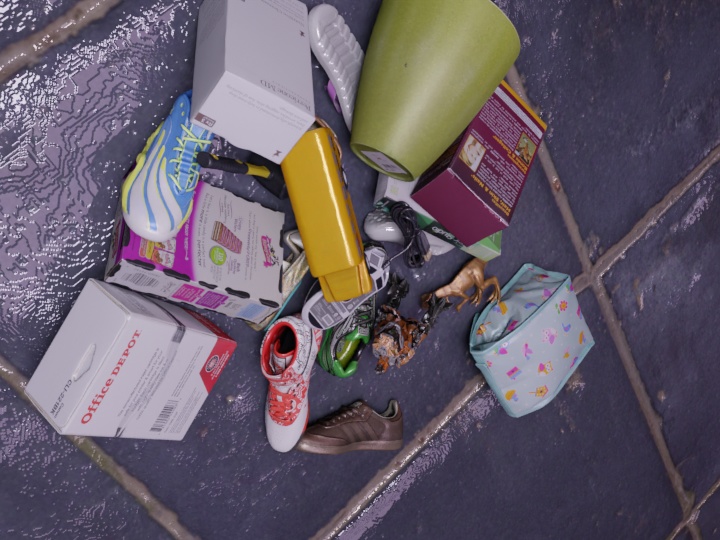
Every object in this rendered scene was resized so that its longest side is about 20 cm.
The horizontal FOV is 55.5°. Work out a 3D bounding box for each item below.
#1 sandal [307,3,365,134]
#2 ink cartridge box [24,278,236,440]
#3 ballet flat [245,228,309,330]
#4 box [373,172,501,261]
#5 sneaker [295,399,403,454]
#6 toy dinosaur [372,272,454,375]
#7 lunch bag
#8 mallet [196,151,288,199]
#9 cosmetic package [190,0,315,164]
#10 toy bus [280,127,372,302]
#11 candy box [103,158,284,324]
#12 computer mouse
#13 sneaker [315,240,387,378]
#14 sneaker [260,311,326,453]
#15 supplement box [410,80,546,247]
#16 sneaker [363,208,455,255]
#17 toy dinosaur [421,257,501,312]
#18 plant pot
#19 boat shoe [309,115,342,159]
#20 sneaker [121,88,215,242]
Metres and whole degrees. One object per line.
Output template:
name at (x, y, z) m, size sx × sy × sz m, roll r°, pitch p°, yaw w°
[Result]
sandal at (-0.023, -0.247, 0.879) m, size 0.083 × 0.049 × 0.204 m, roll -58°, pitch 141°, yaw -31°
ink cartridge box at (-0.258, 0.111, 0.793) m, size 0.146 × 0.083 × 0.200 m, roll -59°, pitch 153°, yaw -1°
ballet flat at (-0.092, -0.012, 0.912) m, size 0.201 × 0.070 × 0.071 m, roll -50°, pitch 123°, yaw -6°
box at (0.117, -0.116, 0.951) m, size 0.197 × 0.036 × 0.147 m, roll 23°, pitch 61°, yaw -22°
sneaker at (-0.021, 0.234, 1.040) m, size 0.197 × 0.070 × 0.077 m, roll 7°, pitch 84°, yaw -34°
toy dinosaur at (0.051, 0.084, 0.971) m, size 0.101 × 0.200 × 0.138 m, roll 27°, pitch 84°, yaw -9°
lunch bag at (0.272, 0.120, 1.127) m, size 0.200 × 0.121 × 0.172 m, roll -44°, pitch 123°, yaw -17°
mallet at (-0.124, -0.111, 0.784) m, size 0.066 × 0.200 × 0.041 m, roll 39°, pitch 103°, yaw 3°
cosmetic package at (-0.117, -0.229, 0.744) m, size 0.112 × 0.203 × 0.081 m, roll 20°, pitch 135°, yaw -34°
toy bus at (-0.040, -0.062, 0.811) m, size 0.064 × 0.078 × 0.204 m, roll -14°, pitch 99°, yaw 7°
candy box at (-0.188, -0.030, 0.809) m, size 0.198 × 0.061 × 0.139 m, roll 20°, pitch 55°, yaw -32°
computer mouse at (0.000, 0.000, 0.901) m, size 0.198 × 0.044 × 0.110 m, roll -35°, pitch 139°, yaw -2°
sneaker at (-0.001, 0.057, 0.971) m, size 0.077 × 0.085 × 0.204 m, roll 12°, pitch 99°, yaw -32°
sneaker at (-0.107, 0.155, 0.925) m, size 0.108 × 0.066 × 0.205 m, roll 4°, pitch 102°, yaw -71°
supplement box at (0.162, -0.148, 0.916) m, size 0.110 × 0.085 × 0.202 m, roll 39°, pitch 56°, yaw -15°
sneaker at (0.095, -0.058, 0.999) m, size 0.197 × 0.076 × 0.082 m, roll -9°, pitch 120°, yaw -26°
toy dinosaur at (0.181, 0.002, 1.072) m, size 0.200 × 0.060 × 0.106 m, roll -47°, pitch 121°, yaw -9°
plant pot at (0.072, -0.221, 0.846) m, size 0.186 × 0.186 × 0.203 m, roll 31°, pitch 83°, yaw -33°
boat shoe at (-0.098, -0.190, 0.840) m, size 0.198 × 0.074 × 0.077 m, roll 27°, pitch 92°, yaw -33°
sneaker at (-0.197, -0.128, 0.730) m, size 0.075 × 0.202 × 0.105 m, roll 21°, pitch 132°, yaw -21°
